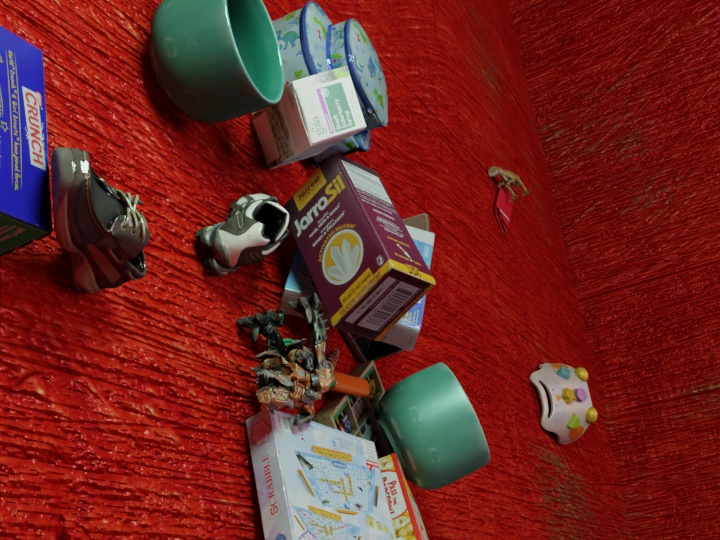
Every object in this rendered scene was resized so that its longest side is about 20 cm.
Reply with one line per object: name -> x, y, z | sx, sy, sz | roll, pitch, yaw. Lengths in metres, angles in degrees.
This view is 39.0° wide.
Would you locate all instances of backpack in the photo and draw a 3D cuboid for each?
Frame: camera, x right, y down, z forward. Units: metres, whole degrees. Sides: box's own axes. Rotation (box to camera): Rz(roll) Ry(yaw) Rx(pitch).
backpack -> -0.050, -0.282, 1.469 | 0.200, 0.146, 0.184 | 50, 28, -40

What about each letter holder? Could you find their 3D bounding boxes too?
letter holder -> 0.054, 0.021, 1.501 | 0.101, 0.141, 0.201 | 60, 24, -29

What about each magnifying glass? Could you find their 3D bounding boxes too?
magnifying glass -> -0.052, 0.135, 1.278 | 0.199, 0.022, 0.080 | 20, 49, -52

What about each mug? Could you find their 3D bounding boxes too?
mug -> 0.090, 0.221, 1.385 | 0.153, 0.113, 0.185 | 63, -9, 16
mug -> -0.171, -0.262, 1.165 | 0.152, 0.113, 0.187 | 50, 30, -55

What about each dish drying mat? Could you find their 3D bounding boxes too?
dish drying mat -> 0.372, -0.167, 2.619 | 0.077, 0.018, 0.200 | 65, 22, -18

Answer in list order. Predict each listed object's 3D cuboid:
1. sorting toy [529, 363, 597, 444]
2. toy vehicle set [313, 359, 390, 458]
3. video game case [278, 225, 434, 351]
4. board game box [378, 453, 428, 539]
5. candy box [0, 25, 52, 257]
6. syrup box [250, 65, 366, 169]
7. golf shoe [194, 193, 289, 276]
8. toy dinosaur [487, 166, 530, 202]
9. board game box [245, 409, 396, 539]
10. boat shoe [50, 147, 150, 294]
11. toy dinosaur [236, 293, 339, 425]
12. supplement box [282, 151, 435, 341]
sorting toy -> 0.468, 0.310, 2.427 | 0.179, 0.106, 0.203 | 5, 68, -47
toy vehicle set -> 0.000, 0.216, 1.376 | 0.126, 0.026, 0.200 | 69, 21, -10
video game case -> 0.000, 0.000, 1.343 | 0.201, 0.179, 0.046 | -77, -177, -50
board game box -> 0.064, 0.356, 1.278 | 0.152, 0.046, 0.201 | 69, 2, -52
candy box -> -0.323, -0.119, 0.750 | 0.200, 0.076, 0.171 | 29, 47, -60
syrup box -> -0.069, -0.190, 1.290 | 0.200, 0.081, 0.080 | -10, -81, 69
golf shoe -> -0.115, -0.050, 1.200 | 0.078, 0.094, 0.200 | 66, 20, -15
toy dinosaur -> 0.400, -0.233, 2.648 | 0.199, 0.060, 0.107 | 15, 47, -58
board game box -> -0.035, 0.272, 1.140 | 0.199, 0.041, 0.201 | 29, 39, -47
boat shoe -> -0.216, -0.045, 0.855 | 0.200, 0.072, 0.075 | 107, -26, -67
toy dinosaur -> -0.076, 0.107, 1.167 | 0.200, 0.101, 0.137 | 64, 8, -85
supplement box -> -0.006, -0.031, 1.236 | 0.085, 0.110, 0.201 | 21, 33, -45
